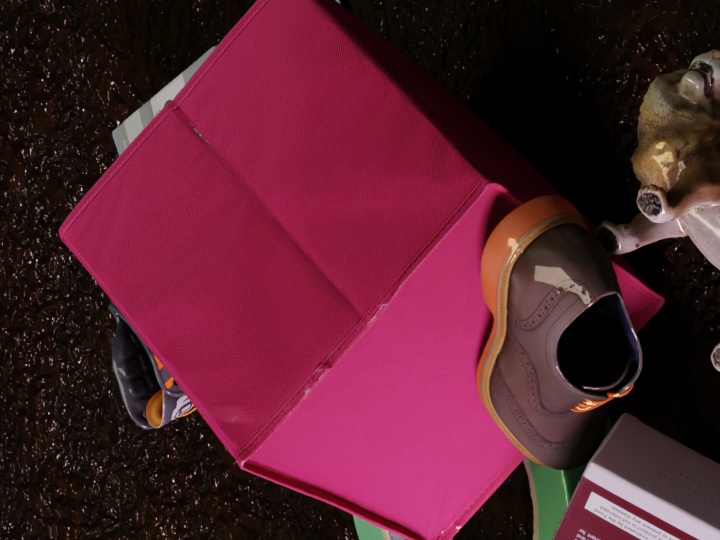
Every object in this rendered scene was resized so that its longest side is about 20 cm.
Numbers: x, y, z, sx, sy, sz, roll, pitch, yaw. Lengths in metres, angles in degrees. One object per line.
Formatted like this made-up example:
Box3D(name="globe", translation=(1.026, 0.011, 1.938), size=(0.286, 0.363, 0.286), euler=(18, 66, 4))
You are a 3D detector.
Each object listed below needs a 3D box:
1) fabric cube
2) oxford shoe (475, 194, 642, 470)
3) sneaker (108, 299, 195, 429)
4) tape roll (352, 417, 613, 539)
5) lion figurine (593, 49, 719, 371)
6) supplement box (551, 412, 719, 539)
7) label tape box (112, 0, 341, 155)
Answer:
Box3D(name="fabric cube", translation=(0.000, 0.000, 1.368), size=(0.200, 0.196, 0.199), euler=(-48, 53, 8))
Box3D(name="oxford shoe", translation=(0.104, 0.051, 1.283), size=(0.073, 0.071, 0.200), euler=(51, 165, 35))
Box3D(name="sneaker", translation=(-0.078, 0.076, 1.558), size=(0.200, 0.112, 0.078), euler=(42, 140, 1))
Box3D(name="tape roll", translation=(0.071, 0.128, 1.479), size=(0.200, 0.048, 0.201), euler=(14, 108, 50))
Box3D(name="lion figurine", translation=(0.198, -0.015, 1.258), size=(0.200, 0.122, 0.072), euler=(51, 136, 12))
Box3D(name="supplement box", translation=(0.143, 0.187, 1.353), size=(0.109, 0.061, 0.200), euler=(28, 123, 11))
Box3D(name="label tape box", translation=(-0.067, -0.066, 1.606), size=(0.200, 0.066, 0.144), euler=(-34, 70, 51))
